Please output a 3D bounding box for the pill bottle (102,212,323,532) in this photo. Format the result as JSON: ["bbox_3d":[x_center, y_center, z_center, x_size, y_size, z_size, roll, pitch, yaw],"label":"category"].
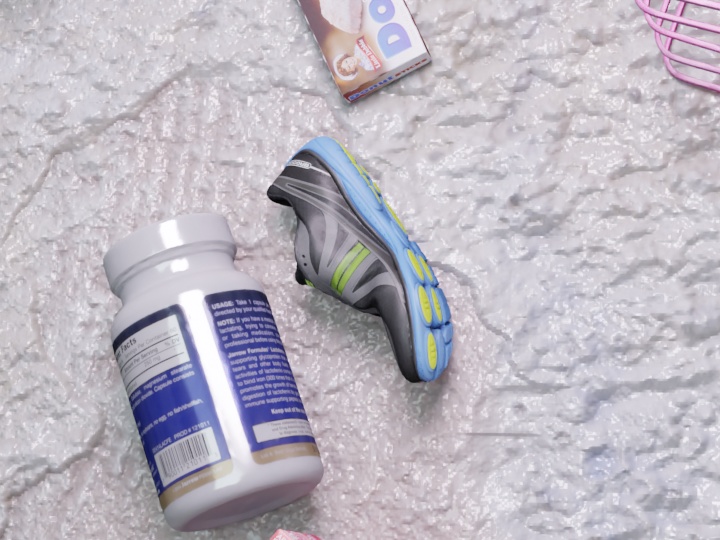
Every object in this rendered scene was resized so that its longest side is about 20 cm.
[{"bbox_3d":[-0.107,0.070,1.219,0.115,0.116,0.201,-22,74,10],"label":"pill bottle"}]

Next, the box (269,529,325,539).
[{"bbox_3d":[-0.003,0.273,1.158,0.200,0.103,0.095,43,92,19],"label":"box"}]

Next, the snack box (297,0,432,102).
[{"bbox_3d":[-0.019,-0.227,1.302,0.072,0.024,0.201,-26,73,7],"label":"snack box"}]

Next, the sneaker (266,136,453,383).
[{"bbox_3d":[0.000,0.000,1.234,0.083,0.071,0.200,-37,67,11],"label":"sneaker"}]

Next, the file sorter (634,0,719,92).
[{"bbox_3d":[0.255,-0.198,1.133,0.125,0.200,0.140,18,84,20],"label":"file sorter"}]
